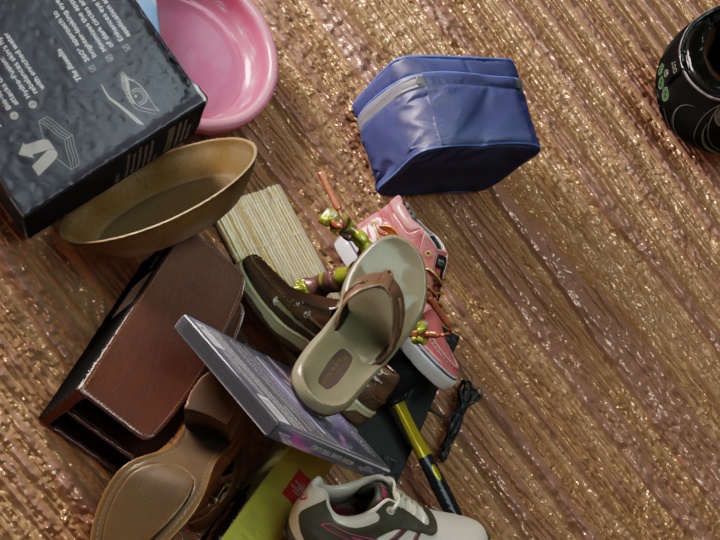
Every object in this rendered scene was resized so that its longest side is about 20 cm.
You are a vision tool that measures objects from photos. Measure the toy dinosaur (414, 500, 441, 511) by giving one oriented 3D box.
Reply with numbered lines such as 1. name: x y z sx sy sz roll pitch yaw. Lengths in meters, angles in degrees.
1. toy dinosaur: 0.080 0.325 1.303 0.135 0.086 0.201 8 86 8

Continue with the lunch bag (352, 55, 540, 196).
1. lunch bag: 0.100 -0.171 1.517 0.199 0.136 0.133 -4 71 -35

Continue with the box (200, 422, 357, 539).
1. box: -0.083 0.212 1.258 0.050 0.075 0.200 45 51 -7

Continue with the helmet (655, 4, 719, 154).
1. helmet: 0.487 -0.244 1.769 0.199 0.191 0.201 -3 71 8

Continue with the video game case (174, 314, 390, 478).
1. video game case: -0.064 0.114 1.176 0.143 0.019 0.200 45 5 33

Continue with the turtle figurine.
1. turtle figurine: 0.000 0.000 1.337 0.200 0.161 0.064 49 47 -4

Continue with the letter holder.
1. letter holder: -0.173 0.088 1.243 0.142 0.100 0.200 39 53 -14

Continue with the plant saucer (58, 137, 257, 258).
1. plant saucer: -0.183 -0.063 1.265 0.200 0.200 0.036 -43 121 -38

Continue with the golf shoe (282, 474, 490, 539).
1. golf shoe: 0.032 0.230 1.199 0.199 0.088 0.077 5 31 -21

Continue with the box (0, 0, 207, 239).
1. box: -0.280 -0.170 1.242 0.200 0.117 0.197 -34 89 -15

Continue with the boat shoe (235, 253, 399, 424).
1. boat shoe: -0.039 0.052 1.321 0.202 0.075 0.075 48 10 9

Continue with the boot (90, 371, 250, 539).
1. boot: -0.155 0.198 1.178 0.073 0.155 0.200 29 61 14

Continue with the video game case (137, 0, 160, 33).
1. video game case: -0.307 -0.297 1.345 0.199 0.022 0.183 -5 70 -13

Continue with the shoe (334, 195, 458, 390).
1. shoe: 0.062 0.021 1.405 0.200 0.091 0.071 56 11 16

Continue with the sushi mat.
1. sushi mat: -0.075 0.009 1.398 0.095 0.012 0.201 -23 82 -39

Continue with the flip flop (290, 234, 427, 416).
1. flip flop: 0.005 0.044 1.202 0.081 0.058 0.200 36 53 2

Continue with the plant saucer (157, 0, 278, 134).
1. plant saucer: -0.184 -0.229 1.416 0.200 0.051 0.201 14 62 -28

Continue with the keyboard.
1. keyboard: 0.058 0.140 1.419 0.127 0.021 0.200 33 55 -8

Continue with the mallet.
1. mallet: 0.053 0.184 1.361 0.066 0.041 0.201 -13 75 -33
